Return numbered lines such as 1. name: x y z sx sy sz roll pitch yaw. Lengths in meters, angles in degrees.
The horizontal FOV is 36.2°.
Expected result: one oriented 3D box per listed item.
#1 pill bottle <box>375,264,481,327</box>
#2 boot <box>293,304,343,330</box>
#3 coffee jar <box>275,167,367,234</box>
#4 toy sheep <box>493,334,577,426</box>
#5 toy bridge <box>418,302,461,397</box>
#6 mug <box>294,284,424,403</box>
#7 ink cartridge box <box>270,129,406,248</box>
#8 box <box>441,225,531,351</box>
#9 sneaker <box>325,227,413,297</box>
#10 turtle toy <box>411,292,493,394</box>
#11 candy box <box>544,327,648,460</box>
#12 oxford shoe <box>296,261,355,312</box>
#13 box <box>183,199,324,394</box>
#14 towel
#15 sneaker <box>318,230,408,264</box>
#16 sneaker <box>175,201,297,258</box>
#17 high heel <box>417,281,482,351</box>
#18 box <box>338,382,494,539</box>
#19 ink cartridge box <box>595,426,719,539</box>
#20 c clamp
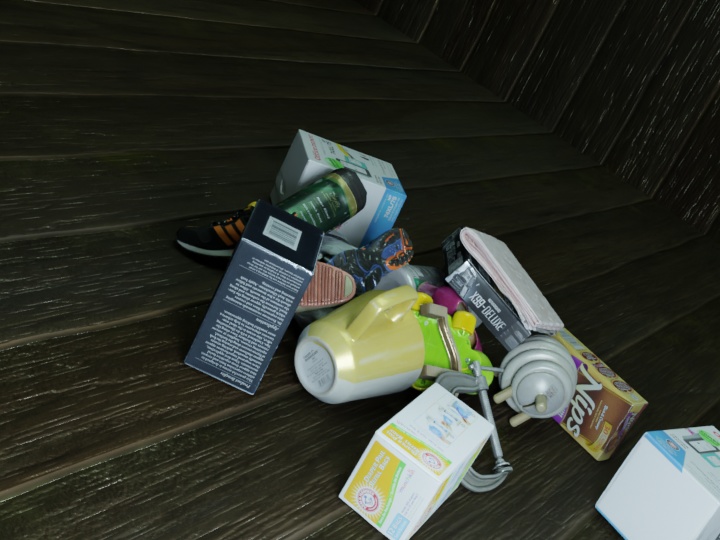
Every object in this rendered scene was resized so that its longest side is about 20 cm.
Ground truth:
1. pill bottle: 0.116 0.050 1.848 0.198 0.114 0.113 4 32 -43
2. boot: -0.069 0.041 1.719 0.174 0.070 0.199 39 25 27
3. coffee jar: -0.084 -0.094 1.837 0.199 0.104 0.086 -34 95 -32
4. toy sheep: 0.277 0.173 1.736 0.136 0.139 0.201 24 25 -8
5. toy bridge: 0.115 0.152 1.596 0.066 0.027 0.203 14 69 -32
6. mug: -0.011 0.099 1.538 0.148 0.190 0.152 21 24 37
7. ink cartridge box: -0.045 -0.136 2.013 0.197 0.147 0.147 18 24 -21
8. box: 0.198 0.026 1.765 0.158 0.050 0.200 48 13 -11
9. sneaker: 0.000 0.000 1.723 0.199 0.078 0.076 -24 86 -42
10. turtle toy: 0.118 0.131 1.678 0.198 0.148 0.101 23 -16 -13
11. candy box: 0.361 0.200 1.808 0.056 0.118 0.200 1 34 -48
12. oxford shoe: -0.102 0.030 1.606 0.196 0.074 0.072 2 64 8
13. box: -0.141 0.034 1.478 0.106 0.202 0.149 26 23 -7
14. towel: 0.242 0.019 1.748 0.192 0.032 0.200 56 14 17
15. sneaker: -0.005 0.001 1.871 0.197 0.076 0.115 22 24 -2
16. sneaker: -0.189 -0.067 1.721 0.197 0.092 0.070 9 14 4
17. high heel: 0.166 0.098 1.757 0.095 0.067 0.201 24 -30 52
18. box: 0.074 0.242 1.399 0.101 0.113 0.199 35 24 15
19. ink cartridge box: 0.479 0.332 1.605 0.198 0.147 0.147 4 33 -45
20. c clamp: 0.172 0.218 1.570 0.169 0.027 0.203 16 56 -41
